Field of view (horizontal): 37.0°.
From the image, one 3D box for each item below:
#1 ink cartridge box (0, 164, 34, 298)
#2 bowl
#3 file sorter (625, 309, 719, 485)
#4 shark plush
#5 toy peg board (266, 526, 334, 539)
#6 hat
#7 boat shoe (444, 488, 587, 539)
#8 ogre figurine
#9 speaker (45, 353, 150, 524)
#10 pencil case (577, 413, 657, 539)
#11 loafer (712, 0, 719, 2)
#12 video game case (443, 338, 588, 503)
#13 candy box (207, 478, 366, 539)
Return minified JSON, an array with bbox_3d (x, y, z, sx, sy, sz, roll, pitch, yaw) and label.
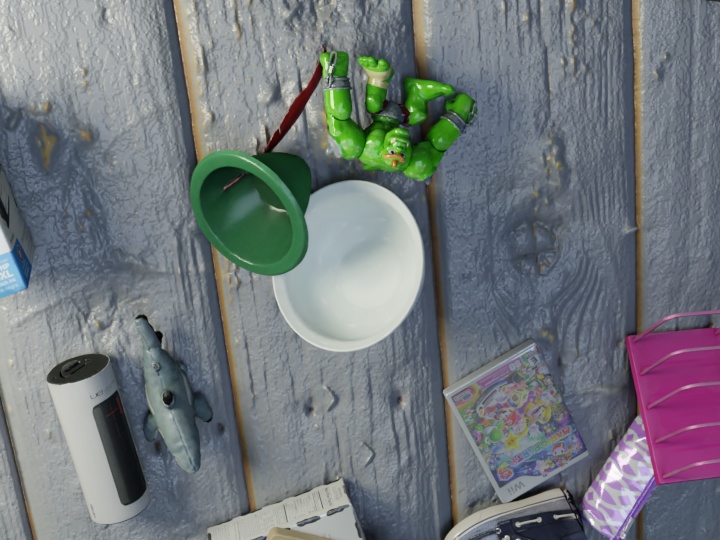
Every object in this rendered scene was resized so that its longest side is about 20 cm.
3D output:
[{"bbox_3d":[-0.430,-0.079,1.166,0.083,0.145,0.202,-19,112,-7],"label":"ink cartridge box"},{"bbox_3d":[0.000,0.000,1.297,0.202,0.201,0.090,-53,155,9],"label":"bowl"},{"bbox_3d":[0.453,0.162,1.404,0.137,0.126,0.203,-4,71,-11],"label":"file sorter"},{"bbox_3d":[-0.229,0.146,1.322,0.090,0.083,0.203,-6,110,-10],"label":"shark plush"},{"bbox_3d":[-0.050,0.461,1.386,0.198,0.098,0.201,17,105,-17],"label":"toy peg board"},{"bbox_3d":[-0.085,-0.117,1.290,0.166,0.176,0.200,47,139,-7],"label":"hat"},{"bbox_3d":[0.220,0.376,1.488,0.198,0.093,0.075,-20,130,-5],"label":"boat shoe"},{"bbox_3d":[0.038,-0.175,1.268,0.199,0.098,0.121,13,91,-41],"label":"ogre figurine"},{"bbox_3d":[-0.322,0.206,1.325,0.080,0.081,0.202,-14,111,-7],"label":"speaker"},{"bbox_3d":[0.384,0.288,1.505,0.083,0.086,0.202,23,102,-26],"label":"pencil case"},{"bbox_3d":[0.408,-0.361,1.293,0.197,0.072,0.074,2,109,-12],"label":"loafer"},{"bbox_3d":[0.216,0.210,1.478,0.142,0.018,0.201,-30,113,-2],"label":"video game case"},{"bbox_3d":[-0.086,0.397,1.447,0.198,0.072,0.170,-19,112,-5],"label":"candy box"}]
